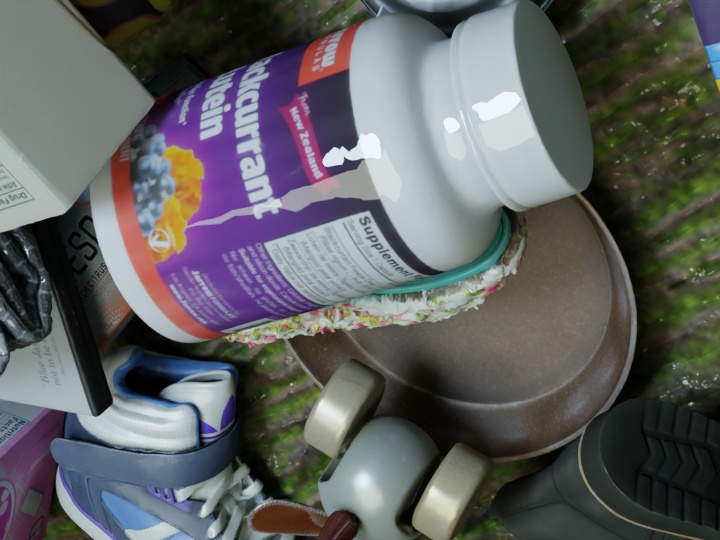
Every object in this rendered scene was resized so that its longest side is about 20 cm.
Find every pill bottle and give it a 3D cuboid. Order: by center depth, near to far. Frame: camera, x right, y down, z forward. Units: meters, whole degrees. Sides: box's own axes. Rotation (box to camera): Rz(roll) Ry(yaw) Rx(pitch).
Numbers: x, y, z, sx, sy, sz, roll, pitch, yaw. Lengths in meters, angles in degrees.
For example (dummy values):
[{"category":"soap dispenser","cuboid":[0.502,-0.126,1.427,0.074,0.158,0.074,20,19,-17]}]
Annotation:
[{"category":"pill bottle","cuboid":[-0.007,-0.045,0.703,0.199,0.112,0.112,-17,112,24]}]

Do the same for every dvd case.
[{"category":"dvd case","cuboid":[-0.230,0.004,0.885,0.199,0.018,0.143,6,123,33]}]

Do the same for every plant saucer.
[{"category":"plant saucer","cuboid":[0.045,0.006,0.823,0.199,0.035,0.201,12,124,18]}]

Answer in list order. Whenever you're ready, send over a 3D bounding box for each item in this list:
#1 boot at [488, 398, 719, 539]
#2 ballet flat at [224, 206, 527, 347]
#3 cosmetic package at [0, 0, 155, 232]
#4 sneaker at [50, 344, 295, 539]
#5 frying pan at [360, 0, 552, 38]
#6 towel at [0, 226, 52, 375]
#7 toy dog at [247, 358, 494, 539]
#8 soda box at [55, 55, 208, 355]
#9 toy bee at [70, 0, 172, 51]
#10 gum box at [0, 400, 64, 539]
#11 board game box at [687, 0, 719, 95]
[{"category":"boot","cuboid":[0.177,0.133,0.833,0.199,0.078,0.138,29,152,-10]},{"category":"ballet flat","cuboid":[0.000,0.000,0.789,0.199,0.076,0.064,-4,149,33]},{"category":"cosmetic package","cuboid":[-0.191,-0.110,0.667,0.103,0.073,0.200,-9,129,49]},{"category":"sneaker","cuboid":[-0.083,0.126,0.930,0.200,0.081,0.147,35,133,8]},{"category":"frying pan","cuboid":[0.012,-0.132,0.735,0.190,0.031,0.115,-37,89,27]},{"category":"towel","cuboid":[-0.253,-0.031,0.787,0.165,0.086,0.201,-12,112,42]},{"category":"toy dog","cuboid":[0.001,0.140,0.853,0.131,0.096,0.201,23,145,31]},{"category":"soda box","cuboid":[-0.131,-0.018,0.873,0.068,0.064,0.200,41,128,-3]},{"category":"toy bee","cuboid":[-0.127,-0.144,0.739,0.199,0.109,0.131,-3,135,46]},{"category":"gum box","cuboid":[-0.249,0.147,0.954,0.066,0.200,0.114,21,120,13]},{"category":"board game box","cuboid":[0.211,-0.131,0.642,0.165,0.057,0.201,-12,114,29]}]
